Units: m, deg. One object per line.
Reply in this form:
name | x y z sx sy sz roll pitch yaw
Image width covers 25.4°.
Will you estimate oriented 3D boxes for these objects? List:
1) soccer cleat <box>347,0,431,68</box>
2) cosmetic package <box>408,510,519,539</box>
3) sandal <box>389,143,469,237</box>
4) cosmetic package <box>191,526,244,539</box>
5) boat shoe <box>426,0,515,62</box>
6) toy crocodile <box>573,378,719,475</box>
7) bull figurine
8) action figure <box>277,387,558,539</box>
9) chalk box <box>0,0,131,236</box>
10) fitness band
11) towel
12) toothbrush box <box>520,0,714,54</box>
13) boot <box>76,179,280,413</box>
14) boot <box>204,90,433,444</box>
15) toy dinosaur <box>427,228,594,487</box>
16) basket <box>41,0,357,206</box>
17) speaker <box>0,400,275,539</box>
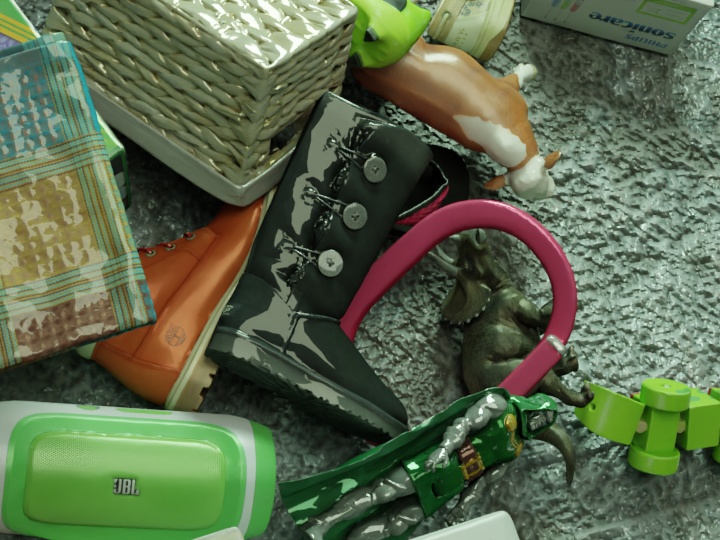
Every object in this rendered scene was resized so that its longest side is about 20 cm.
soccer cleat | -0.032 -0.233 1.181 0.200 0.068 0.081 47 47 3
cosmetic package | 0.017 0.271 0.984 0.164 0.200 0.169 -13 71 -23
sandal | 0.026 -0.062 1.190 0.199 0.045 0.076 -10 74 -49
cosmetic package | -0.116 0.236 0.954 0.086 0.200 0.104 -14 70 -23
boat shoe | 0.105 -0.273 1.330 0.062 0.073 0.202 16 65 -8
toy crocodile | 0.258 0.113 1.222 0.197 0.062 0.068 1 106 -21
bull figurine | 0.081 -0.136 1.247 0.199 0.065 0.122 34 32 -10
action figure | 0.050 0.139 1.084 0.199 0.119 0.055 -32 40 -13
chalk box | -0.236 -0.070 1.079 0.123 0.125 0.201 -34 80 -14
fitness band | 0.063 0.042 1.142 0.200 0.037 0.144 -43 83 4
towel | -0.223 -0.041 0.999 0.145 0.022 0.202 -17 78 -10
toothbrush box | 0.223 -0.306 1.379 0.144 0.086 0.203 13 65 -13
boot | -0.124 -0.003 1.133 0.106 0.075 0.202 25 62 -1
boot | -0.001 0.000 1.107 0.164 0.065 0.202 31 71 -24
toy dinosaur | 0.114 0.066 1.194 0.101 0.077 0.203 -11 81 -4
basket | -0.113 -0.166 1.140 0.199 0.124 0.135 35 43 14
speaker | -0.159 0.133 1.050 0.197 0.089 0.090 5 65 -17
